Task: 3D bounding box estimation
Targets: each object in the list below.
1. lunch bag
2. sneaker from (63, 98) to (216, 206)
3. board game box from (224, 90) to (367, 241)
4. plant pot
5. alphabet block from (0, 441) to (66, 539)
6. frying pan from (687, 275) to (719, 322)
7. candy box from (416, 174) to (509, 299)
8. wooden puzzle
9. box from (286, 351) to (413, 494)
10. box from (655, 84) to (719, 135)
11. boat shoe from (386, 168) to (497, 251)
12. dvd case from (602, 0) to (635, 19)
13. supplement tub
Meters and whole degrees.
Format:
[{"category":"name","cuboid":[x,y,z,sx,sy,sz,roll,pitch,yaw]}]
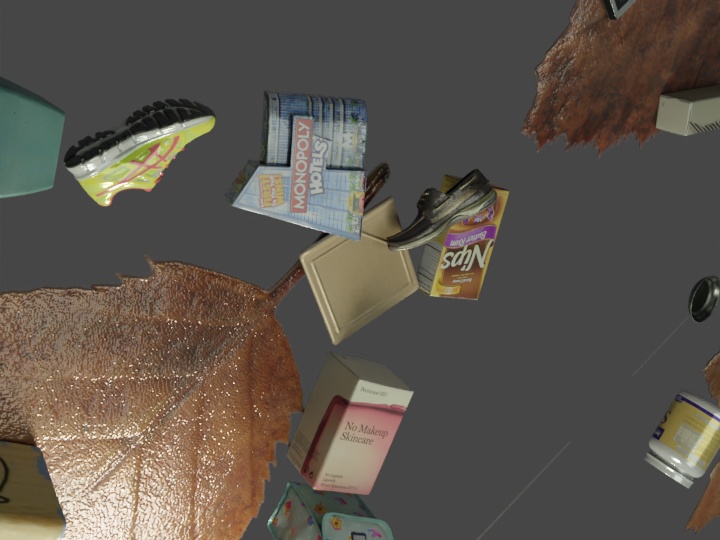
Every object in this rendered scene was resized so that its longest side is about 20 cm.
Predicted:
[{"category":"lunch bag","cuboid":[-0.041,0.463,1.308,0.169,0.199,0.124,22,98,-36]},{"category":"sneaker","cuboid":[-0.274,-0.151,0.988,0.198,0.078,0.091,-28,130,-14]},{"category":"board game box","cuboid":[-0.091,-0.147,1.093,0.196,0.062,0.204,-1,106,-21]},{"category":"plant pot","cuboid":[-0.438,-0.156,0.833,0.197,0.141,0.144,4,108,-41]},{"category":"alphabet block","cuboid":[-0.512,0.336,0.953,0.198,0.195,0.199,20,96,-38]},{"category":"frying pan","cuboid":[0.834,0.039,1.813,0.190,0.031,0.115,-47,127,-13]},{"category":"candy box","cuboid":[0.175,-0.055,1.327,0.115,0.056,0.204,5,108,-35]},{"category":"wooden puzzle","cuboid":[0.000,0.000,1.251,0.183,0.037,0.202,-32,128,-19]},{"category":"box","cuboid":[-0.019,0.259,1.295,0.126,0.109,0.203,17,100,-36]},{"category":"box","cuboid":[0.693,-0.325,1.540,0.197,0.082,0.070,-14,118,-26]},{"category":"boat shoe","cuboid":[0.122,-0.098,1.229,0.198,0.074,0.074,-29,94,-9]},{"category":"dvd case","cuboid":[0.455,-0.564,1.320,0.150,0.025,0.201,-44,126,-10]},{"category":"supplement tub","cuboid":[0.799,0.410,1.872,0.144,0.145,0.202,31,91,-38]}]
